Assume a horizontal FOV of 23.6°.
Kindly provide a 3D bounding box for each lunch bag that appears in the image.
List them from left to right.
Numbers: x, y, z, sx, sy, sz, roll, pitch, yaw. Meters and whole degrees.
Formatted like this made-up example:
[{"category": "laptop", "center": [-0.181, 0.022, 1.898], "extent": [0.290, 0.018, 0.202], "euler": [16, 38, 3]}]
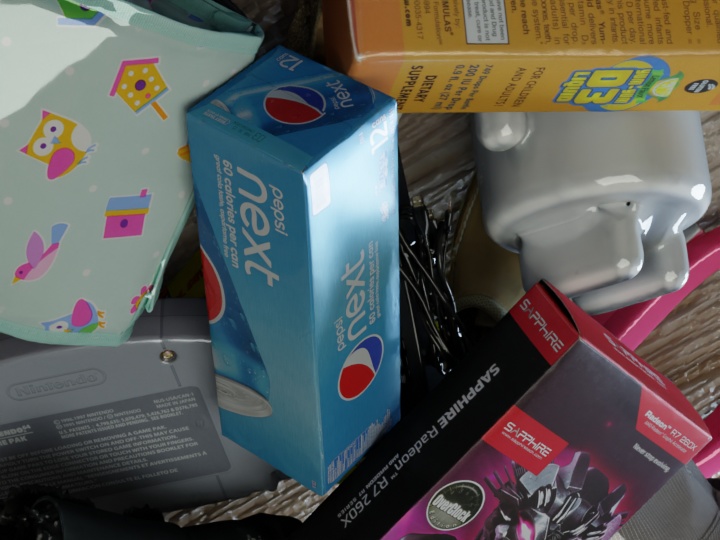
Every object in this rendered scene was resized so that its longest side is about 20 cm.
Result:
[{"category": "lunch bag", "center": [-0.158, -0.068, 0.741], "extent": [0.200, 0.122, 0.171], "euler": [20, 108, -21]}]

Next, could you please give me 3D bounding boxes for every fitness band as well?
[{"category": "fitness band", "center": [0.206, 0.050, 1.034], "extent": [0.200, 0.037, 0.144], "euler": [-46, 122, 9]}]

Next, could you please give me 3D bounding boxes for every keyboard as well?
[{"category": "keyboard", "center": [0.000, 0.000, 0.841], "extent": [0.104, 0.040, 0.201], "euler": [-6, 104, 30]}]

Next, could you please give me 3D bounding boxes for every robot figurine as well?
[{"category": "robot figurine", "center": [0.110, -0.082, 0.857], "extent": [0.113, 0.201, 0.169], "euler": [-18, 159, 36]}]

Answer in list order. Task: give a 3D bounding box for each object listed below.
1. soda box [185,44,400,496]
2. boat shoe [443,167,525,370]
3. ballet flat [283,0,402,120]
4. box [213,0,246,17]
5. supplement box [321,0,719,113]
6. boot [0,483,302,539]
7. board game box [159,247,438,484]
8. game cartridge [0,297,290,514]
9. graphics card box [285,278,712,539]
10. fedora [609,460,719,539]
[{"category": "soda box", "center": [-0.027, 0.005, 0.778], "extent": [0.064, 0.068, 0.200], "euler": [-40, 145, -35]}, {"category": "boat shoe", "center": [0.073, 0.020, 0.901], "extent": [0.071, 0.076, 0.201], "euler": [3, 80, 19]}, {"category": "ballet flat", "center": [-0.002, -0.112, 0.858], "extent": [0.070, 0.065, 0.201], "euler": [-4, 119, -22]}, {"category": "box", "center": [-0.176, -0.099, 0.816], "extent": [0.200, 0.046, 0.159], "euler": [-46, 121, 7]}, {"category": "supplement box", "center": [0.086, -0.111, 0.766], "extent": [0.199, 0.067, 0.069], "euler": [-4, 74, -11]}, {"category": "boot", "center": [-0.144, 0.170, 0.898], "extent": [0.168, 0.077, 0.200], "euler": [12, 148, -36]}, {"category": "board game box", "center": [-0.014, 0.052, 0.951], "extent": [0.200, 0.048, 0.102], "euler": [37, 101, -31]}, {"category": "game cartridge", "center": [-0.141, 0.077, 0.889], "extent": [0.199, 0.041, 0.134], "euler": [-11, 135, 5]}, {"category": "graphics card box", "center": [0.063, 0.112, 0.843], "extent": [0.200, 0.051, 0.125], "euler": [-45, 132, 10]}, {"category": "fedora", "center": [0.136, 0.142, 0.953], "extent": [0.177, 0.200, 0.090], "euler": [-23, 100, 21]}]
